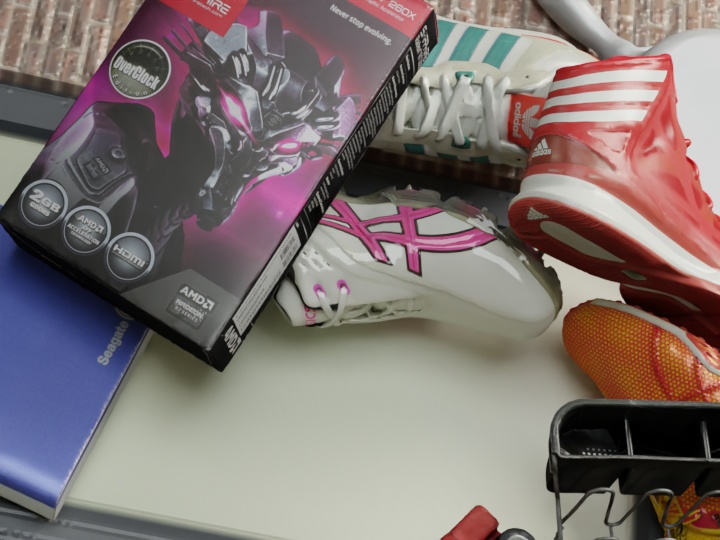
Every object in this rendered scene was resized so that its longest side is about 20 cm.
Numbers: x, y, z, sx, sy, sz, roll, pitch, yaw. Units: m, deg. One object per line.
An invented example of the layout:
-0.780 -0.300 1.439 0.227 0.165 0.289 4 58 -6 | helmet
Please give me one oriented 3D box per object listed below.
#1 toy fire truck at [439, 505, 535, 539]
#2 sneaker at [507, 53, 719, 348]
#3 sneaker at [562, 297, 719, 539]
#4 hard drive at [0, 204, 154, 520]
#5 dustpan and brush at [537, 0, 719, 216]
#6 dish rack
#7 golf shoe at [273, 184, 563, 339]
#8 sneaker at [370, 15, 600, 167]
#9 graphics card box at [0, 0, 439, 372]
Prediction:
0.041 0.185 0.944 0.200 0.049 0.141 43 60 12 | toy fire truck
0.160 -0.040 1.036 0.200 0.078 0.116 31 67 -43 | sneaker
0.165 0.093 1.019 0.077 0.073 0.200 -37 71 -19 | sneaker
-0.206 0.019 0.995 0.199 0.025 0.132 25 57 1 | hard drive
0.168 -0.101 1.152 0.139 0.057 0.200 -39 81 -19 | dustpan and brush
0.159 0.159 0.924 0.152 0.055 0.201 2 60 -8 | dish rack
0.000 0.000 1.036 0.199 0.073 0.092 20 63 11 | golf shoe
0.056 -0.090 1.061 0.199 0.071 0.093 1 16 -30 | sneaker
-0.065 -0.069 0.995 0.125 0.051 0.201 32 80 11 | graphics card box
